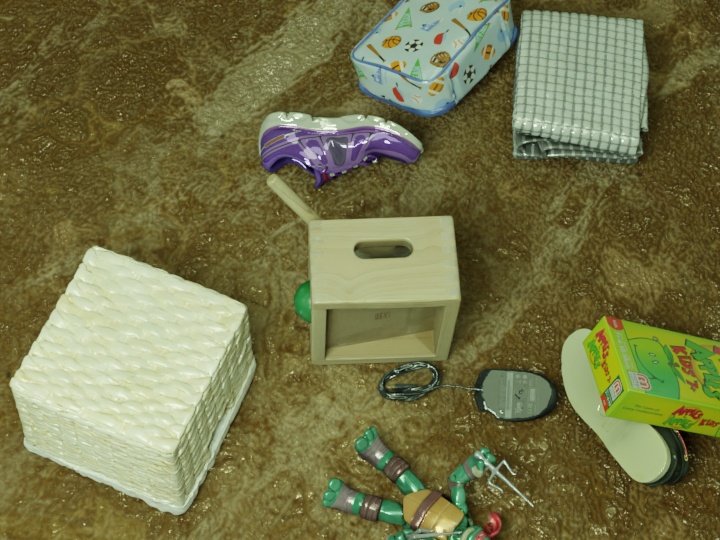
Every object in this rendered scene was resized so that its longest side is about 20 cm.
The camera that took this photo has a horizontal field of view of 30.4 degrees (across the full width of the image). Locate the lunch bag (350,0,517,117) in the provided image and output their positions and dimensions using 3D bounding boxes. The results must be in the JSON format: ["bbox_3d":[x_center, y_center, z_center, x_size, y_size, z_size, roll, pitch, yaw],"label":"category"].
[{"bbox_3d":[0.091,-0.286,1.646,0.160,0.076,0.200,24,59,37],"label":"lunch bag"}]

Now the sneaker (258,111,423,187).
[{"bbox_3d":[-0.024,-0.139,1.590,0.199,0.081,0.084,3,78,7],"label":"sneaker"}]

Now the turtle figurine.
[{"bbox_3d":[0.069,0.247,1.365,0.199,0.101,0.150,23,47,26],"label":"turtle figurine"}]

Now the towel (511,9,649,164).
[{"bbox_3d":[0.268,-0.221,1.632,0.164,0.086,0.201,7,60,-1],"label":"towel"}]

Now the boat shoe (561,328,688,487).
[{"bbox_3d":[0.286,0.151,1.449,0.074,0.063,0.202,-46,51,22],"label":"boat shoe"}]

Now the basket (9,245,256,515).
[{"bbox_3d":[-0.232,0.114,1.387,0.199,0.161,0.199,22,62,7],"label":"basket"}]

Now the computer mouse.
[{"bbox_3d":[0.119,0.134,1.469,0.199,0.034,0.059,6,79,6],"label":"computer mouse"}]

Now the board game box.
[{"bbox_3d":[0.344,0.119,1.419,0.199,0.048,0.102,12,42,-23],"label":"board game box"}]

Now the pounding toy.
[{"bbox_3d":[0.000,0.000,1.442,0.199,0.184,0.143,-1,62,-3],"label":"pounding toy"}]
